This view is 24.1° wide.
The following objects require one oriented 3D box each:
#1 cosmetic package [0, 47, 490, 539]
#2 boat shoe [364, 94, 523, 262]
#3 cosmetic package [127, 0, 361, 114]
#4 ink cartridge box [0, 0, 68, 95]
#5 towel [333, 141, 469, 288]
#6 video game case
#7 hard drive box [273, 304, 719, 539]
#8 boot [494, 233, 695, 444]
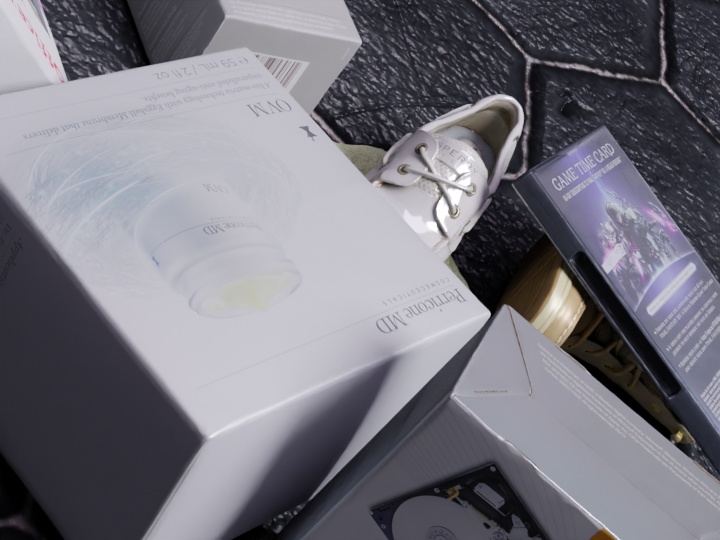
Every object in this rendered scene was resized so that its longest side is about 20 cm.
[{"bbox_3d":[-0.083,0.014,0.800,0.199,0.123,0.200,-21,63,-48],"label":"cosmetic package"},{"bbox_3d":[0.040,-0.050,0.969,0.071,0.069,0.200,40,39,-2],"label":"boat shoe"},{"bbox_3d":[-0.089,-0.194,1.045,0.106,0.090,0.201,6,48,-37],"label":"cosmetic package"},{"bbox_3d":[-0.221,-0.161,0.824,0.146,0.087,0.201,63,4,-53],"label":"ink cartridge box"},{"bbox_3d":[0.000,0.000,0.973,0.148,0.037,0.201,0,54,-40],"label":"towel"},{"bbox_3d":[0.175,0.011,0.989,0.200,0.019,0.143,54,29,3],"label":"video game case"},{"bbox_3d":[0.055,0.139,0.755,0.156,0.200,0.077,40,38,-1],"label":"hard drive box"},{"bbox_3d":[0.161,0.045,1.021,0.155,0.073,0.200,44,17,-1],"label":"boot"}]
